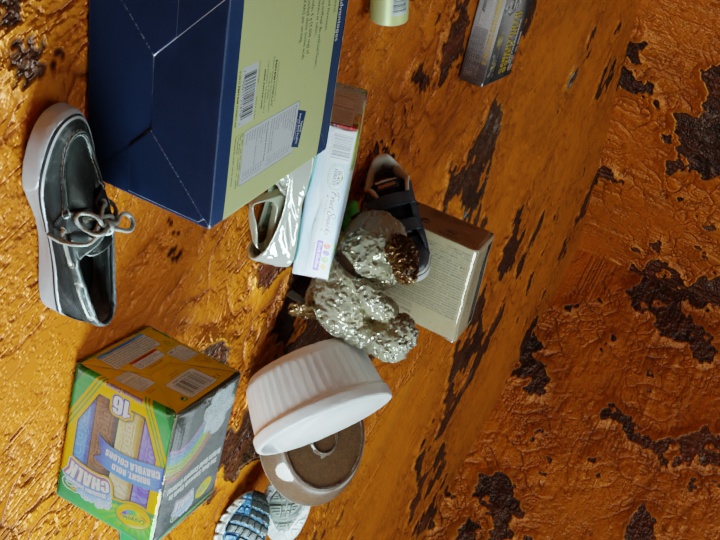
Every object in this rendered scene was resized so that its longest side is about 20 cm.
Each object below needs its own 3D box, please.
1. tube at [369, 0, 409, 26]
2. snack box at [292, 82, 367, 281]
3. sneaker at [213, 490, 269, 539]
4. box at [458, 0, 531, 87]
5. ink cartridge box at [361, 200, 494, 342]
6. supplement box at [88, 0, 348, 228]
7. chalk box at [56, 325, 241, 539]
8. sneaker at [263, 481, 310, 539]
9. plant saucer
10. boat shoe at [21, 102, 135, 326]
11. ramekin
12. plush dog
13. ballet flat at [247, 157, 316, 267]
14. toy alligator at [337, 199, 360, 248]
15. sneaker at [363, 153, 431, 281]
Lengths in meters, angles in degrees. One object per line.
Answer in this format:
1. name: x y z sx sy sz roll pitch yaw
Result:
1. tube: 0.040 -0.398 1.218 0.058 0.051 0.202 -110 -162 -50
2. snack box: -0.037 -0.111 1.249 0.143 0.052 0.203 -78 180 -62
3. sneaker: -0.187 0.416 1.516 0.087 0.074 0.203 -61 173 -85
4. box: 0.240 -0.427 1.739 0.158 0.048 0.203 -35 143 -60
5. ink cartridge box: 0.089 -0.011 1.558 0.075 0.198 0.167 -40 149 -51
6. supplement box: -0.118 -0.181 0.873 0.200 0.133 0.203 -42 150 -52
7. chalk box: -0.220 0.184 1.038 0.124 0.122 0.203 -32 142 -62
8. sneaker: -0.101 0.314 1.556 0.099 0.077 0.204 48 50 -80
9. plant saucer: -0.062 0.246 1.505 0.198 0.034 0.204 6 81 -40
10. boat shoe: -0.228 -0.038 0.835 0.074 0.067 0.202 -42 149 -52
11. ramekin: -0.064 0.167 1.379 0.200 0.095 0.203 -22 164 -7
12. plush dog: 0.000 0.000 1.346 0.159 0.200 0.174 18 108 -36
13. ballet flat: -0.094 -0.091 1.171 0.069 0.069 0.203 -39 147 -55
14. toy alligator: -0.010 -0.059 1.452 0.059 0.054 0.202 -52 157 -39
15. sneaker: 0.047 -0.078 1.447 0.080 0.077 0.202 81 -8 -53
